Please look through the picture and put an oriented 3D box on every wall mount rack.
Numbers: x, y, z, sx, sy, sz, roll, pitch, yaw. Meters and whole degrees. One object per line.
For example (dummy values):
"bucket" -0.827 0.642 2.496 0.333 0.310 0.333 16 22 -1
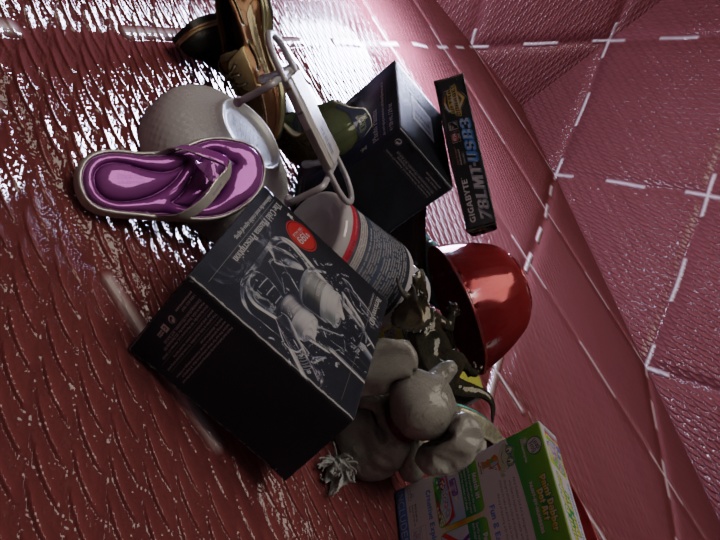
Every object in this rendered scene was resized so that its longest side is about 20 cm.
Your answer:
"wall mount rack" -0.075 -0.162 0.771 0.175 0.073 0.204 -78 144 -66

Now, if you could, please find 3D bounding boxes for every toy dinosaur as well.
"toy dinosaur" 0.094 0.101 0.833 0.101 0.076 0.205 -15 82 -50

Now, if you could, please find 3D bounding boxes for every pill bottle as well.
"pill bottle" 0.000 0.000 0.867 0.198 0.118 0.122 33 34 -41

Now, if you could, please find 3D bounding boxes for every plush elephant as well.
"plush elephant" 0.047 0.149 0.738 0.167 0.153 0.200 55 25 -3

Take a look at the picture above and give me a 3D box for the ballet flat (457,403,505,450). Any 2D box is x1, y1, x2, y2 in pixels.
"ballet flat" 0.173 0.251 0.966 0.199 0.066 0.064 38 40 -36

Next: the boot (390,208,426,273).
"boot" 0.070 -0.055 1.013 0.070 0.171 0.202 4 29 -6

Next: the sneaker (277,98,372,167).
"sneaker" -0.050 -0.187 0.914 0.068 0.089 0.199 62 -16 -24

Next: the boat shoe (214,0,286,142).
"boat shoe" -0.149 -0.263 0.873 0.073 0.074 0.207 -13 96 -42

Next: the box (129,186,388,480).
"box" -0.081 0.049 0.649 0.182 0.104 0.201 42 28 -11

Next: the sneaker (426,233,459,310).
"sneaker" 0.111 -0.029 1.165 0.203 0.073 0.087 58 19 0

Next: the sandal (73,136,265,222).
"sandal" -0.169 -0.086 0.657 0.199 0.049 0.085 -17 95 -39

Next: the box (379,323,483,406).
"box" 0.088 0.137 0.926 0.198 0.074 0.051 33 33 -41

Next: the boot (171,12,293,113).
"boot" -0.160 -0.268 0.943 0.199 0.076 0.142 -25 92 -60

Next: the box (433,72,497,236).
"box" 0.153 -0.155 0.979 0.198 0.048 0.207 -9 86 -78

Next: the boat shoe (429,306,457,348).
"boat shoe" 0.112 0.101 1.001 0.200 0.062 0.075 40 26 -56

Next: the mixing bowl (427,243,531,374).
"mixing bowl" 0.188 0.040 1.026 0.200 0.106 0.206 159 -89 -83

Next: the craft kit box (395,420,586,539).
"craft kit box" 0.130 0.285 0.689 0.048 0.196 0.204 35 33 -34

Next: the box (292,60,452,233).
"box" 0.013 -0.154 0.973 0.123 0.196 0.203 40 29 -28

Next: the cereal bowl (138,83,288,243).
"cereal bowl" -0.151 -0.131 0.784 0.200 0.082 0.203 42 30 -31

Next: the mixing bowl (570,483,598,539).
"mixing bowl" 0.226 0.355 0.889 0.200 0.107 0.203 43 28 -29
